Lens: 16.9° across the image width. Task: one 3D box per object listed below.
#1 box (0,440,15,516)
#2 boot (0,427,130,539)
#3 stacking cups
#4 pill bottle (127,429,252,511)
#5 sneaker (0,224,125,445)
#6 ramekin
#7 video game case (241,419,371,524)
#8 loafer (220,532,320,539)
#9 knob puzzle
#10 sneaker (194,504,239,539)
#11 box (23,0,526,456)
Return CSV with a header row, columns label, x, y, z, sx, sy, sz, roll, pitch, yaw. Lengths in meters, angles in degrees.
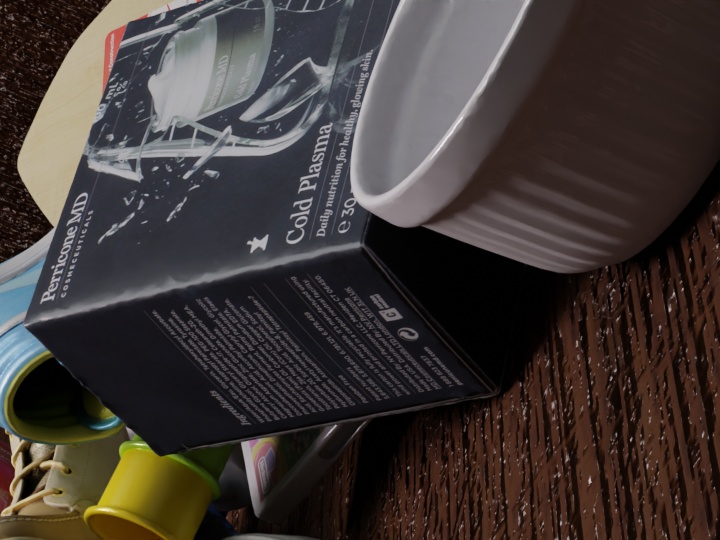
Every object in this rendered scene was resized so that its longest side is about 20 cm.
label,x,y,z,sx,sy,sz,roll,pitch,yaw
box,-0.202,0.189,1.457,0.100,0.200,0.096,-30,51,17
boot,-0.172,0.100,1.304,0.200,0.073,0.156,17,-124,-69
stacking cups,-0.075,0.057,1.258,0.200,0.060,0.061,-65,9,-28
pill bottle,-0.087,0.040,1.521,0.111,0.111,0.200,132,158,-58
sneaker,-0.120,0.021,1.246,0.200,0.080,0.131,-38,36,-16
ramekin,0.087,-0.094,0.987,0.200,0.105,0.200,-58,15,26
video game case,-0.004,0.018,1.262,0.200,0.018,0.143,-50,32,27
loafer,-0.056,0.171,1.240,0.200,0.070,0.070,-20,76,52
knob puzzle,-0.120,-0.091,1.420,0.219,0.030,0.220,-20,56,33
sneaker,-0.085,0.176,1.413,0.066,0.078,0.200,-55,31,1
box,-0.028,-0.035,1.161,0.196,0.124,0.200,-14,46,33
